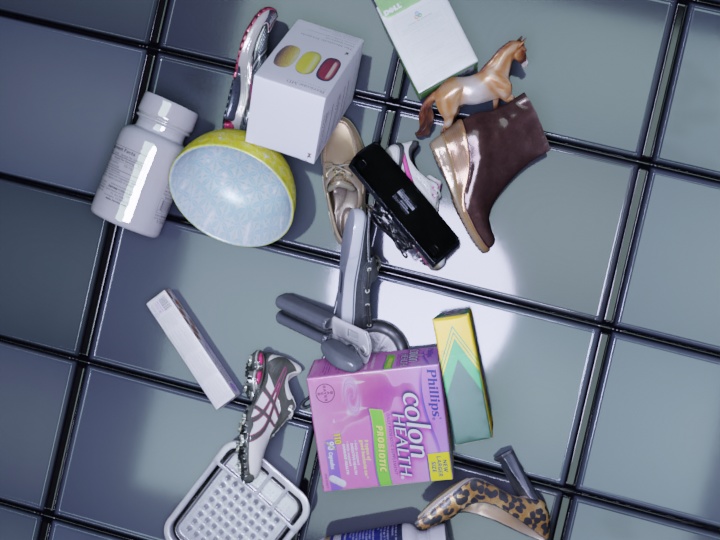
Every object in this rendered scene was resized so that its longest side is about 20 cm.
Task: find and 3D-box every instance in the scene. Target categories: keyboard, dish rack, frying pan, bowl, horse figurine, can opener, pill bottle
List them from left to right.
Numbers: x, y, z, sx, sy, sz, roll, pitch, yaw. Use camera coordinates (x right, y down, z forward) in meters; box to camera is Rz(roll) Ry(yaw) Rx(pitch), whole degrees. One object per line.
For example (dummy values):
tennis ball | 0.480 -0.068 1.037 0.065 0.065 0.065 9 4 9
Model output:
pill bottle | -0.326 -0.163 1.679 0.113 0.114 0.203 23 92 6
dish rack | -0.189 0.381 1.696 0.171 0.044 0.201 39 93 4
bowl | -0.180 -0.145 1.655 0.197 0.202 0.109 13 48 6
can opener | -0.060 0.087 1.629 0.199 0.066 0.053 26 123 41
frying pan | -0.015 0.140 1.688 0.187 0.031 0.117 -12 87 3
pill bottle | 0.038 0.441 1.634 0.197 0.116 0.118 -12 88 6
keyboard | 0.051 -0.088 1.604 0.201 0.040 0.104 50 50 4
horse figurine | 0.169 -0.252 1.636 0.197 0.050 0.134 -17 120 7

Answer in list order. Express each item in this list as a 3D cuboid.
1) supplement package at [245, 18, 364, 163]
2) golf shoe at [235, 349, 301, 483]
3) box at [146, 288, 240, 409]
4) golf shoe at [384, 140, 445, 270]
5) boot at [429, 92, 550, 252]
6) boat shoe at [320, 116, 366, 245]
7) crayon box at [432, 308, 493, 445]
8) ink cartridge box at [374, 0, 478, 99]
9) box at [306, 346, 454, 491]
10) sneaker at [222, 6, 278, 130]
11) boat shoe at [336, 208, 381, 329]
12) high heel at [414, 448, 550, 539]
supplement package | -0.079 -0.264 1.598 0.112 0.201 0.111 17 128 5
golf shoe | -0.140 0.222 1.656 0.087 0.077 0.203 11 71 -11
box | -0.260 0.122 1.707 0.041 0.039 0.201 -36 86 6
golf shoe | 0.089 -0.100 1.654 0.091 0.073 0.202 -26 87 4
boot | 0.209 -0.142 1.626 0.164 0.072 0.202 -24 107 3
boat shoe | -0.025 -0.136 1.670 0.071 0.065 0.204 -5 89 6
crayon box | 0.148 0.147 1.581 0.057 0.200 0.176 -11 88 6
ink cartridge box | 0.090 -0.375 1.661 0.103 0.059 0.202 -27 87 4
box | 0.032 0.220 1.629 0.196 0.097 0.179 -6 101 6
sneaker | -0.158 -0.303 1.686 0.073 0.081 0.203 13 99 -8
boat shoe | 0.000 0.000 1.629 0.056 0.069 0.203 1 120 -11
high heel | 0.186 0.371 1.613 0.198 0.071 0.144 -27 82 -23
